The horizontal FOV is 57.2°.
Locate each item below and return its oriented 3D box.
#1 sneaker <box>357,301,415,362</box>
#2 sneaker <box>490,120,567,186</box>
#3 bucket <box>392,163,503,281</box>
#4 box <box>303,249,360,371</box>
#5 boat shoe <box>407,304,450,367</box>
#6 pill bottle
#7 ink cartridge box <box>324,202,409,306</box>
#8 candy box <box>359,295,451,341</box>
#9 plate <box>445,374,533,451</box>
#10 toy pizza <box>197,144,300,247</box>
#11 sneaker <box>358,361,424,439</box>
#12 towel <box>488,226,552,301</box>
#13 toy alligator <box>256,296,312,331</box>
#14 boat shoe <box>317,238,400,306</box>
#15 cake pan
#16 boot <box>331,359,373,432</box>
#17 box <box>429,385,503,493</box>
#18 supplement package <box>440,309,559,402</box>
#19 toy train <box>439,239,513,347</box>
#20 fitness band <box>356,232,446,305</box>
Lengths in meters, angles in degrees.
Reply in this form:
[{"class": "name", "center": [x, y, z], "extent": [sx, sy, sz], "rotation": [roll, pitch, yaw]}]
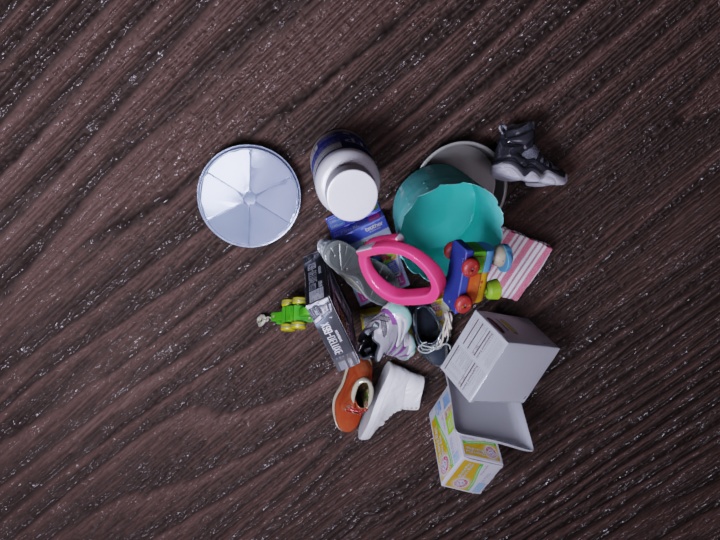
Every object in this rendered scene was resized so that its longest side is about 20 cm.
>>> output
[{"class": "sneaker", "center": [0.039, 0.153, 1.344], "extent": [0.139, 0.078, 0.202], "rotation": [-38, 145, -17]}, {"class": "sneaker", "center": [0.334, -0.227, 1.281], "extent": [0.196, 0.075, 0.117], "rotation": [3, 91, -35]}, {"class": "bucket", "center": [0.156, -0.092, 1.243], "extent": [0.201, 0.136, 0.212], "rotation": [-3, 117, -7]}, {"class": "box", "center": [-0.059, 0.073, 1.294], "extent": [0.049, 0.201, 0.160], "rotation": [-22, 117, 5]}, {"class": "boat shoe", "center": [0.149, 0.136, 1.407], "extent": [0.073, 0.062, 0.203], "rotation": [-21, 121, -3]}, {"class": "pill bottle", "center": [-0.027, -0.168, 1.182], "extent": [0.116, 0.201, 0.123], "rotation": [-4, 117, -7]}, {"class": "ink cartridge box", "center": [0.016, -0.037, 1.345], "extent": [0.117, 0.042, 0.203], "rotation": [-22, 115, 1]}, {"class": "candy box", "center": [0.099, 0.115, 1.438], "extent": [0.195, 0.027, 0.105], "rotation": [-10, 116, -4]}, {"class": "plate", "center": [0.276, 0.304, 1.468], "extent": [0.196, 0.202, 0.033], "rotation": [17, 129, -17]}, {"class": "toy pizza", "center": [-0.212, -0.142, 1.260], "extent": [0.194, 0.032, 0.205], "rotation": [-3, 115, -7]}, {"class": "sneaker", "center": [0.076, 0.315, 1.505], "extent": [0.113, 0.074, 0.203], "rotation": [20, 110, -14]}, {"class": "towel", "center": [0.294, -0.021, 1.386], "extent": [0.196, 0.030, 0.148], "rotation": [18, 117, -26]}, {"class": "toy alligator", "center": [-0.139, 0.093, 1.331], "extent": [0.053, 0.198, 0.061], "rotation": [11, 74, -36]}, {"class": "boat shoe", "center": [-0.001, 0.001, 1.311], "extent": [0.200, 0.065, 0.075], "rotation": [33, 89, -29]}, {"class": "cake pan", "center": [0.193, -0.161, 1.313], "extent": [0.195, 0.037, 0.205], "rotation": [-4, 116, -8]}, {"class": "boot", "center": [-0.015, 0.294, 1.463], "extent": [0.073, 0.108, 0.204], "rotation": [6, 116, -13]}, {"class": "box", "center": [0.232, 0.375, 1.478], "extent": [0.099, 0.202, 0.114], "rotation": [16, 125, -16]}, {"class": "supplement package", "center": [0.301, 0.188, 1.420], "extent": [0.197, 0.111, 0.158], "rotation": [10, 117, -42]}, {"class": "toy train", "center": [0.206, 0.043, 1.202], "extent": [0.113, 0.085, 0.205], "rotation": [-4, 118, -21]}, {"class": "fitness band", "center": [0.070, 0.001, 1.196], "extent": [0.144, 0.198, 0.038], "rotation": [51, 61, -21]}]
